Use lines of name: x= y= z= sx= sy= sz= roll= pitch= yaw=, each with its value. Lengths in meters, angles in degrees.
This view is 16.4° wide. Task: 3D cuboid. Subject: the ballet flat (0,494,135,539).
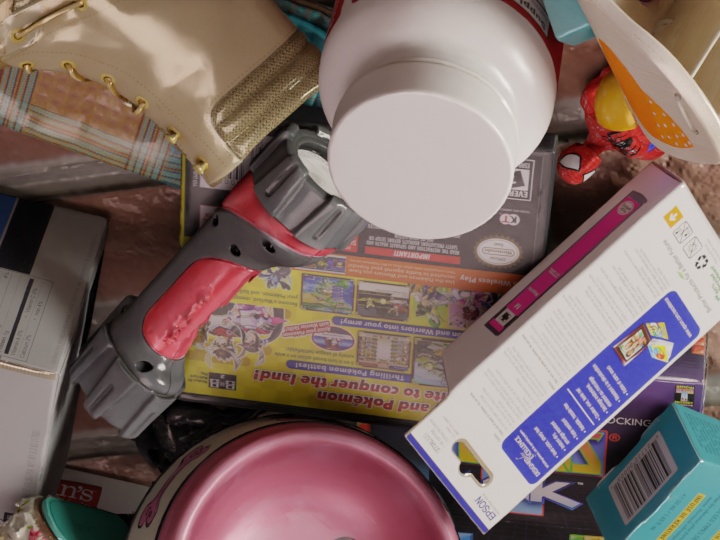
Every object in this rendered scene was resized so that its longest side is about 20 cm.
ballet flat: x=-0.144 y=0.175 z=1.434 sx=0.064 sy=0.076 sz=0.200 roll=-41 pitch=142 yaw=16

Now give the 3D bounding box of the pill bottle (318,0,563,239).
pill bottle: x=0.041 y=-0.112 z=1.177 sx=0.111 sy=0.201 sz=0.113 roll=6 pitch=133 yaw=6

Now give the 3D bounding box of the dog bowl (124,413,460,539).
dog bowl: x=-0.031 y=0.173 z=1.367 sx=0.199 sy=0.201 sz=0.074 roll=21 pitch=165 yaw=-8

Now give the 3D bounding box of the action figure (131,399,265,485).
action figure: x=-0.067 y=0.113 z=1.468 sx=0.200 sy=0.102 sz=0.119 roll=54 pitch=151 yaw=8

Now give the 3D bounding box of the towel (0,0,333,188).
towel: x=-0.116 y=-0.109 z=1.333 sx=0.199 sy=0.022 sz=0.147 roll=18 pitch=131 yaw=-5

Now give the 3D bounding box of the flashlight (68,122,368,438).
flashlight: x=-0.074 y=0.010 z=1.314 sx=0.068 sy=0.068 sz=0.200 roll=39 pitch=116 yaw=-7

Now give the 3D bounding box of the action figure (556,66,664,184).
action figure: x=0.173 y=-0.100 z=1.268 sx=0.065 sy=0.052 sz=0.200 roll=35 pitch=131 yaw=-24

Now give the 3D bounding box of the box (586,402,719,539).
box: x=0.230 y=0.146 z=1.420 sx=0.199 sy=0.049 sz=0.082 roll=22 pitch=120 yaw=-33

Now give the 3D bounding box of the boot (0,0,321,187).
boot: x=-0.128 y=-0.098 z=1.266 sx=0.200 sy=0.073 sz=0.156 roll=-35 pitch=103 yaw=10

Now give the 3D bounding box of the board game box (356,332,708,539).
board game box: x=0.097 y=0.098 z=1.450 sx=0.199 sy=0.057 sz=0.166 roll=5 pitch=133 yaw=7

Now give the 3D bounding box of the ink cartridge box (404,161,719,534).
ink cartridge box: x=0.112 y=0.042 z=1.332 sx=0.200 sy=0.037 sz=0.095 roll=-43 pitch=129 yaw=-6

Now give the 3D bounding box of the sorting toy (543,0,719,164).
sorting toy: x=0.129 y=-0.178 z=1.137 sx=0.106 sy=0.200 sz=0.180 roll=-5 pitch=132 yaw=47

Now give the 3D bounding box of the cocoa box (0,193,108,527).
cocoa box: x=-0.232 y=0.066 z=1.434 sx=0.130 sy=0.134 sz=0.201 roll=14 pitch=133 yaw=-2

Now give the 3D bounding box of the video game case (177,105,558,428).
video game case: x=0.000 y=0.000 z=1.350 sx=0.199 sy=0.026 sz=0.182 roll=7 pitch=119 yaw=5

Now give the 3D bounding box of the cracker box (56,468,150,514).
cracker box: x=-0.164 y=0.215 z=1.508 sx=0.133 sy=0.201 sz=0.058 roll=12 pitch=131 yaw=0
